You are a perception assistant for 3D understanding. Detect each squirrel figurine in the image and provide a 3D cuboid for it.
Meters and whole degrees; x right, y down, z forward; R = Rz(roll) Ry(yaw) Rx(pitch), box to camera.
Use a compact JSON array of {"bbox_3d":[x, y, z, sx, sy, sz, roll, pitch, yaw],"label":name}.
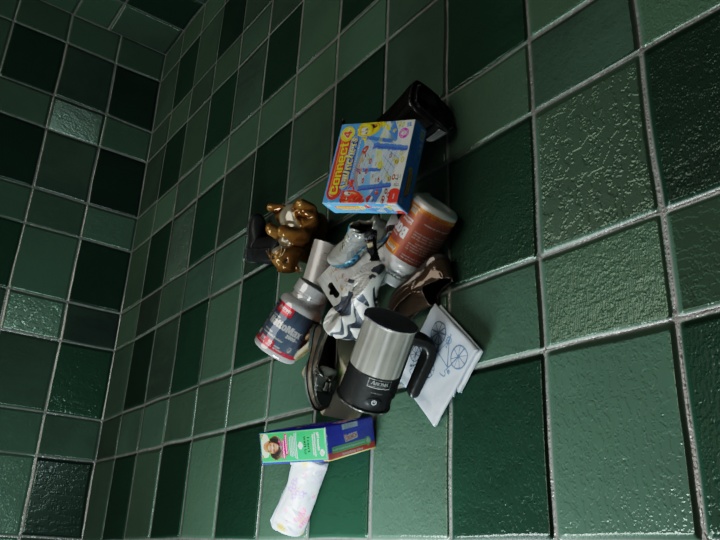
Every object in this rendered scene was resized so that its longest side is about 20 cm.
[{"bbox_3d":[-0.167,-0.077,1.978,0.141,0.200,0.187,-2,76,36],"label":"squirrel figurine"}]

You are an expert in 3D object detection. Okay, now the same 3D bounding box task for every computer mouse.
[{"bbox_3d":[0.083,-0.109,1.656,0.200,0.110,0.044,-43,58,-11],"label":"computer mouse"}]

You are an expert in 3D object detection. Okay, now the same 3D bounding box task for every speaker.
[{"bbox_3d":[-0.112,0.021,1.934,0.081,0.081,0.200,15,89,57],"label":"speaker"}]

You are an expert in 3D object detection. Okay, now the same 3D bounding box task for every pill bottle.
[{"bbox_3d":[-0.168,0.123,1.838,0.200,0.120,0.120,-58,34,3],"label":"pill bottle"},{"bbox_3d":[0.119,-0.061,1.601,0.200,0.112,0.112,-61,35,17],"label":"pill bottle"}]

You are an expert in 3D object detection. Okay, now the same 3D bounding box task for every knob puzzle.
[{"bbox_3d":[-0.099,0.151,1.776,0.030,0.220,0.220,49,126,5],"label":"knob puzzle"}]

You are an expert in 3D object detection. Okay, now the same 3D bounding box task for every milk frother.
[{"bbox_3d":[0.038,0.169,1.521,0.200,0.180,0.188,38,114,50],"label":"milk frother"}]

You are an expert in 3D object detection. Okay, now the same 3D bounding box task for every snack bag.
[{"bbox_3d":[0.159,0.197,1.506,0.200,0.021,0.189,-65,33,17],"label":"snack bag"}]

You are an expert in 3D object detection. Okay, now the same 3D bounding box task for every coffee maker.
[{"bbox_3d":[0.088,-0.336,1.702,0.200,0.192,0.135,-40,49,41],"label":"coffee maker"}]

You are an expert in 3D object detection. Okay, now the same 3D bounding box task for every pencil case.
[{"bbox_3d":[-0.146,0.529,1.740,0.083,0.091,0.200,21,94,57],"label":"pencil case"}]

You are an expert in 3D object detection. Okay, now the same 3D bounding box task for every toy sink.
[{"bbox_3d":[-0.055,0.235,1.721,0.130,0.112,0.200,-58,35,20],"label":"toy sink"}]

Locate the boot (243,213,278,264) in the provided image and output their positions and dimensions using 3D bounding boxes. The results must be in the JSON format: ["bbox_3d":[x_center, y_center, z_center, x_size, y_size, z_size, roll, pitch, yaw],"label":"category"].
[{"bbox_3d":[-0.292,-0.100,2.271,0.200,0.066,0.165,1,85,59],"label":"boot"}]

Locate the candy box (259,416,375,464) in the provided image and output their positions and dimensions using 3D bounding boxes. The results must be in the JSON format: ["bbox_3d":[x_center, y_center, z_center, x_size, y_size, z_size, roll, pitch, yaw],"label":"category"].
[{"bbox_3d":[-0.094,0.378,1.618,0.200,0.169,0.077,-16,78,36],"label":"candy box"}]

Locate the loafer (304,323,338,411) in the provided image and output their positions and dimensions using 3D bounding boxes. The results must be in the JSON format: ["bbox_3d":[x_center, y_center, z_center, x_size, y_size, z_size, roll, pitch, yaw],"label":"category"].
[{"bbox_3d":[-0.080,0.209,1.618,0.063,0.072,0.200,-22,59,40],"label":"loafer"}]

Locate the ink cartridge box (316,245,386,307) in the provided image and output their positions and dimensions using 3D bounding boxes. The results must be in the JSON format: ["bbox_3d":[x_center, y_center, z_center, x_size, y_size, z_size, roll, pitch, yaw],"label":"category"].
[{"bbox_3d":[0.000,0.000,1.767,0.200,0.057,0.163,-50,38,11],"label":"ink cartridge box"}]

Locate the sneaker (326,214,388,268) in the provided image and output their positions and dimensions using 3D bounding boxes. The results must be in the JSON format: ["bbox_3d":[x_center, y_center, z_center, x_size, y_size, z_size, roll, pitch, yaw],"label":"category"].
[{"bbox_3d":[-0.014,-0.078,1.735,0.200,0.087,0.075,-31,45,28],"label":"sneaker"}]

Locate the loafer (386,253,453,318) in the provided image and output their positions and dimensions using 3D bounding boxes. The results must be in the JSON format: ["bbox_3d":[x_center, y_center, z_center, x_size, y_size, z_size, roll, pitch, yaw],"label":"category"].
[{"bbox_3d":[0.127,0.052,1.571,0.200,0.073,0.071,-54,39,31],"label":"loafer"}]

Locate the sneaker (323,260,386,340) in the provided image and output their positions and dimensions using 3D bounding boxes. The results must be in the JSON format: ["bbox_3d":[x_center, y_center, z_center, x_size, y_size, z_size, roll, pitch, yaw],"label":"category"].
[{"bbox_3d":[0.023,0.079,1.610,0.199,0.130,0.079,-58,33,7],"label":"sneaker"}]

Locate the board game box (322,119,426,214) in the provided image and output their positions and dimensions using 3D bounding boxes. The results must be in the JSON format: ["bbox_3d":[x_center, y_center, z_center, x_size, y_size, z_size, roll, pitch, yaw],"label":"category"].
[{"bbox_3d":[0.030,-0.227,1.605,0.196,0.056,0.200,3,73,34],"label":"board game box"}]
